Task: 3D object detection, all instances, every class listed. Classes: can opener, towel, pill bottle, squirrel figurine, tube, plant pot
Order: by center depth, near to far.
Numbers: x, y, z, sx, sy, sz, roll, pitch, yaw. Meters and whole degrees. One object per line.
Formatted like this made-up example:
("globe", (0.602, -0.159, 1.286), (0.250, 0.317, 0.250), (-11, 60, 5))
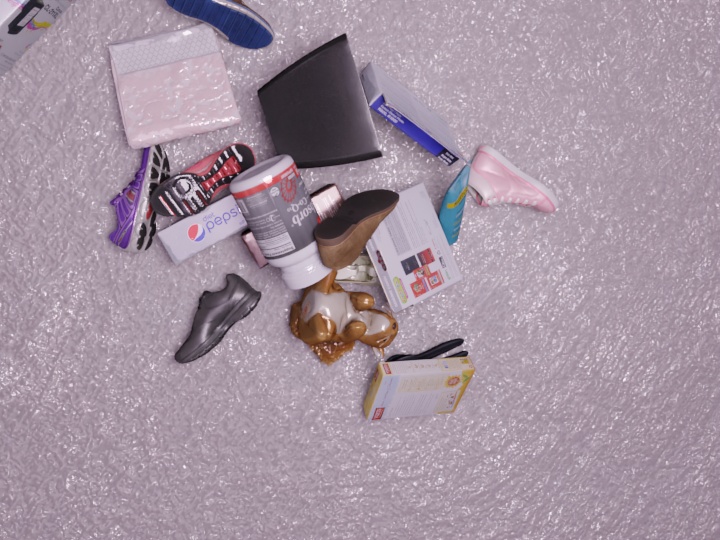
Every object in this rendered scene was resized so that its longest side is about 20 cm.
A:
("pill bottle", (-0.125, -0.079, 0.988), (0.115, 0.116, 0.202), (-28, 112, -6))
("towel", (-0.328, -0.327, 1.043), (0.197, 0.032, 0.194), (-16, 86, -8))
("plant pot", (-0.071, -0.275, 1.049), (0.175, 0.200, 0.203), (-16, 101, 5))
("tube", (0.173, -0.120, 1.112), (0.050, 0.201, 0.078), (24, 64, 14))
("squirrel figurine", (-0.030, 0.100, 1.123), (0.185, 0.199, 0.144), (18, 60, -28))
("can opener", (0.132, 0.190, 1.211), (0.197, 0.078, 0.064), (-12, 92, -19))

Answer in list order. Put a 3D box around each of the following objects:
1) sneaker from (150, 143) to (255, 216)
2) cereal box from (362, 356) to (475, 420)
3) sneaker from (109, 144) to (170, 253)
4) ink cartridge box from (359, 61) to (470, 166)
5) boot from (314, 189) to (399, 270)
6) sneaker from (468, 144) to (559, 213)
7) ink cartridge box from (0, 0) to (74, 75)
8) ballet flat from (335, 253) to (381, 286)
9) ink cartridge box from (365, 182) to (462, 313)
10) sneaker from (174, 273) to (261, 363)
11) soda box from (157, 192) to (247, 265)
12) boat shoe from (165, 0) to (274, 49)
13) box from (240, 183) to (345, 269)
("sneaker", (-0.280, -0.157, 1.059), (0.199, 0.087, 0.074), (-32, 110, -14))
("cereal box", (0.114, 0.235, 1.175), (0.197, 0.040, 0.145), (0, 133, -19))
("sneaker", (-0.402, -0.135, 1.057), (0.082, 0.081, 0.203), (16, 89, 5))
("ink cartridge box", (0.093, -0.268, 1.055), (0.198, 0.201, 0.041), (30, 118, -26))
("boot", (-0.003, -0.074, 1.007), (0.200, 0.073, 0.076), (-40, 137, -36))
("sneaker", (0.294, -0.152, 1.188), (0.199, 0.075, 0.105), (35, 86, -6))
("ink cartridge box", (-0.562, -0.425, 0.947), (0.083, 0.146, 0.200), (44, 88, -14))
("ballet flat", (0.000, 0.000, 1.156), (0.197, 0.069, 0.071), (-1, 98, -11))
("ink cartridge box", (0.072, -0.038, 1.113), (0.174, 0.084, 0.203), (-24, 93, -30))
("sneaker", (-0.281, 0.090, 1.117), (0.091, 0.076, 0.200), (45, 81, -4))
("soda box", (-0.268, -0.089, 1.092), (0.198, 0.063, 0.069), (-30, 103, -6))
("boat shoe", (-0.239, -0.464, 1.037), (0.198, 0.072, 0.073), (19, 52, -35))
("box", (-0.121, -0.085, 1.103), (0.198, 0.100, 0.076), (-28, 102, -6))
